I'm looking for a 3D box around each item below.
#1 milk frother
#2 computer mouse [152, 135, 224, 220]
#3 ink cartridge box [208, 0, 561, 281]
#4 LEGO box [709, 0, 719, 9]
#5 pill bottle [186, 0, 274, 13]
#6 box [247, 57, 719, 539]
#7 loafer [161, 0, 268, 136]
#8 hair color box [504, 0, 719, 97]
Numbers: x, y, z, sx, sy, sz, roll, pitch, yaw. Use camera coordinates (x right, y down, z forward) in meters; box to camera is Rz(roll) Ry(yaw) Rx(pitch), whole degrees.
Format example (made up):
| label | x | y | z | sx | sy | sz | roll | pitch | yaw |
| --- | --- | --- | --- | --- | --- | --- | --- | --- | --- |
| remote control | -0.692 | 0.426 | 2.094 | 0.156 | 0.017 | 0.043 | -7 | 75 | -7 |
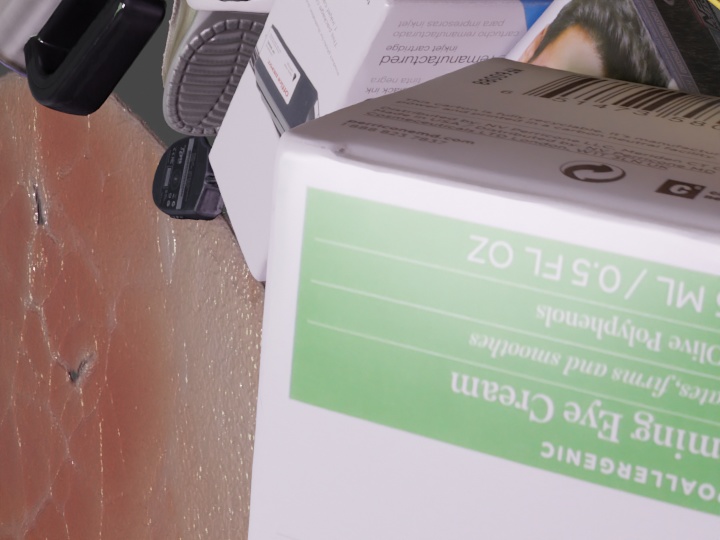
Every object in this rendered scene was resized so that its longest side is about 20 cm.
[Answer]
| label | x | y | z | sx | sy | sz | roll | pitch | yaw |
| --- | --- | --- | --- | --- | --- | --- | --- | --- | --- |
| milk frother | -0.222 | -0.225 | 1.237 | 0.188 | 0.199 | 0.182 | -42 | 29 | 41 |
| computer mouse | -0.084 | -0.059 | 1.241 | 0.199 | 0.034 | 0.059 | 7 | 84 | 57 |
| ink cartridge box | 0.028 | -0.089 | 0.886 | 0.201 | 0.143 | 0.085 | -60 | 43 | 48 |
| LEGO box | 0.186 | -0.149 | 0.641 | 0.200 | 0.076 | 0.150 | 53 | 138 | 47 |
| pill bottle | -0.044 | -0.248 | 1.039 | 0.113 | 0.112 | 0.202 | 17 | 109 | 61 |
| box | 0.090 | 0.033 | 0.651 | 0.197 | 0.200 | 0.173 | 13 | 109 | 24 |
| loafer | -0.081 | -0.175 | 1.181 | 0.070 | 0.074 | 0.201 | -108 | 33 | -48 |
| hair color box | 0.085 | -0.037 | 0.822 | 0.200 | 0.060 | 0.100 | -48 | 49 | 36 |
